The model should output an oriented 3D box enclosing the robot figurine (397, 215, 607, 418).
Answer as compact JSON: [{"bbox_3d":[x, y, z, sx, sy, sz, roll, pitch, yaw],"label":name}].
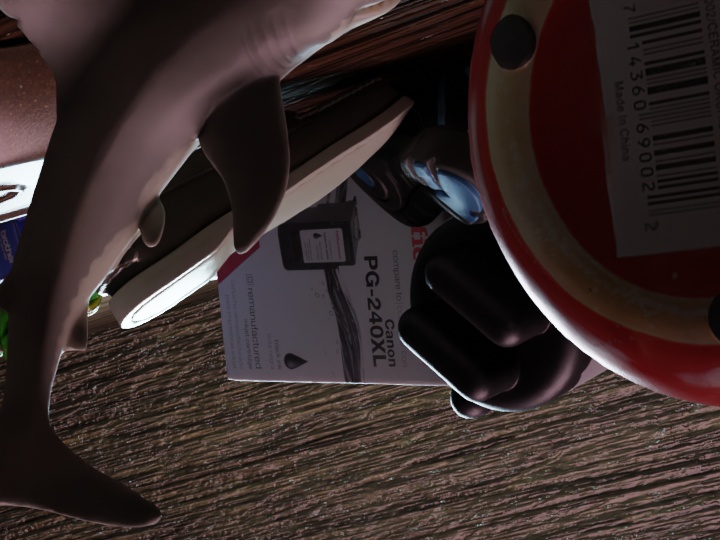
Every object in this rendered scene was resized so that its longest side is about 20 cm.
[{"bbox_3d":[0.111,0.013,0.842,0.149,0.126,0.199,-17,-179,40],"label":"robot figurine"}]

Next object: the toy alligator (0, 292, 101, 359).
[{"bbox_3d":[-0.251,0.027,1.039,0.200,0.054,0.060,-44,156,-36],"label":"toy alligator"}]

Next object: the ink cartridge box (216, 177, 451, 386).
[{"bbox_3d":[0.000,0.000,0.960,0.198,0.147,0.083,-2,-174,35],"label":"ink cartridge box"}]

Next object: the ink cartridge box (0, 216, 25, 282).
[{"bbox_3d":[-0.236,-0.007,0.932,0.198,0.042,0.119,-19,178,29],"label":"ink cartridge box"}]

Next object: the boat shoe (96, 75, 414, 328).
[{"bbox_3d":[-0.058,-0.050,0.713,0.201,0.060,0.072,-36,172,-24],"label":"boat shoe"}]

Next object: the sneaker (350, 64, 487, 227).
[{"bbox_3d":[0.045,-0.075,0.811,0.082,0.073,0.200,-51,-157,-11],"label":"sneaker"}]

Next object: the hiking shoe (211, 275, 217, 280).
[{"bbox_3d":[-0.088,-0.034,1.212,0.197,0.077,0.101,-8,-170,19],"label":"hiking shoe"}]

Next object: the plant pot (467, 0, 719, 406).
[{"bbox_3d":[0.150,-0.053,0.446,0.199,0.203,0.182,-17,173,38],"label":"plant pot"}]

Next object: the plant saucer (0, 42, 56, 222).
[{"bbox_3d":[-0.155,-0.042,0.542,0.198,0.037,0.200,-16,178,0],"label":"plant saucer"}]

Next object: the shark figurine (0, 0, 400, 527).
[{"bbox_3d":[-0.078,-0.036,0.398,0.128,0.216,0.089,23,169,46],"label":"shark figurine"}]
